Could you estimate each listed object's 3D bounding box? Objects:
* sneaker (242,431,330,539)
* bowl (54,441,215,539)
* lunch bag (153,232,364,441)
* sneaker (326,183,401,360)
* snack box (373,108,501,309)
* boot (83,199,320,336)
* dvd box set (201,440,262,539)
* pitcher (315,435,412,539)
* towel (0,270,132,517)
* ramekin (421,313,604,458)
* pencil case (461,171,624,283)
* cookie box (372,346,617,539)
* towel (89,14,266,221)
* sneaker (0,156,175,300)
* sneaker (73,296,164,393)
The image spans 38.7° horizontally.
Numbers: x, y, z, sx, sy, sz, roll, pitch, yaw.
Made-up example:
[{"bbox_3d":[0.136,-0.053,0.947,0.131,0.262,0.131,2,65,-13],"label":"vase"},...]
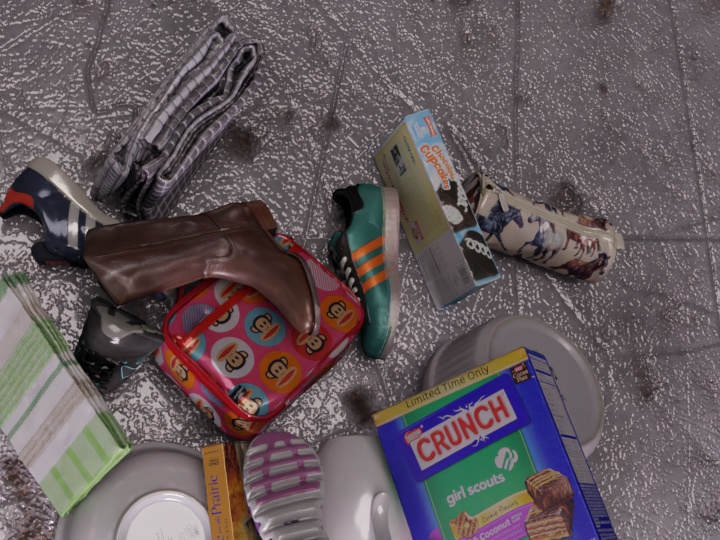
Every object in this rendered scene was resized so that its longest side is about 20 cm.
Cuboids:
[{"bbox_3d":[-0.067,0.250,0.958,0.080,0.089,0.202,-5,53,-22],"label":"sneaker"},{"bbox_3d":[-0.193,0.264,0.991,0.199,0.090,0.204,4,75,-16],"label":"bowl"},{"bbox_3d":[-0.111,0.056,1.061,0.176,0.082,0.200,42,53,8],"label":"lunch bag"},{"bbox_3d":[0.000,0.000,1.137,0.079,0.071,0.202,4,70,-12],"label":"sneaker"},{"bbox_3d":[0.082,-0.065,1.152,0.037,0.116,0.202,-20,83,-21],"label":"snack box"},{"bbox_3d":[-0.156,0.011,0.981,0.198,0.065,0.187,-11,46,-29],"label":"boot"},{"bbox_3d":[-0.093,0.269,1.006,0.146,0.029,0.203,15,63,-60],"label":"dvd box set"},{"bbox_3d":[0.007,0.262,0.994,0.120,0.172,0.202,9,64,-19],"label":"pitcher"},{"bbox_3d":[-0.299,0.116,0.963,0.201,0.149,0.031,54,39,9],"label":"towel"},{"bbox_3d":[0.172,0.139,1.100,0.200,0.094,0.204,19,48,-23],"label":"ramekin"},{"bbox_3d":[0.206,-0.049,1.203,0.198,0.089,0.079,18,70,-13],"label":"pencil case"},{"bbox_3d":[0.125,0.199,0.963,0.170,0.075,0.202,-27,67,18],"label":"cookie box"},{"bbox_3d":[-0.185,-0.145,1.062,0.085,0.165,0.201,36,68,-12],"label":"towel"},{"bbox_3d":[-0.283,-0.022,1.050,0.199,0.075,0.085,40,72,3],"label":"sneaker"},{"bbox_3d":[-0.233,0.079,0.970,0.075,0.200,0.080,30,77,-4],"label":"sneaker"}]
